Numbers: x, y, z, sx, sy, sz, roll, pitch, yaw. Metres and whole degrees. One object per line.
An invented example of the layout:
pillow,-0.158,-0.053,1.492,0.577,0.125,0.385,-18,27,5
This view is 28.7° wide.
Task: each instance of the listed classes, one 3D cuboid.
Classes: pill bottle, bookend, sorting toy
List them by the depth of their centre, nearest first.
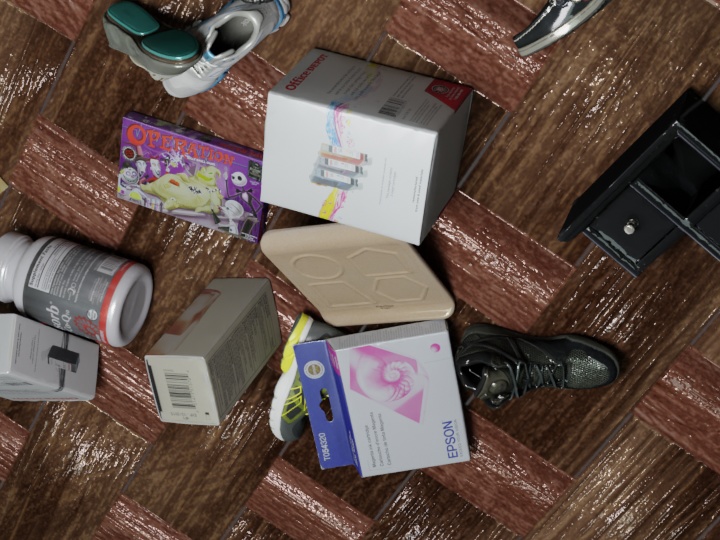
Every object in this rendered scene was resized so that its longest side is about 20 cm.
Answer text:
bookend,0.358,-0.054,1.538,0.199,0.092,0.200,40,126,-4
sorting toy,0.000,0.000,1.716,0.185,0.037,0.200,-5,146,24
pill bottle,-0.388,0.020,1.870,0.200,0.116,0.116,17,123,13

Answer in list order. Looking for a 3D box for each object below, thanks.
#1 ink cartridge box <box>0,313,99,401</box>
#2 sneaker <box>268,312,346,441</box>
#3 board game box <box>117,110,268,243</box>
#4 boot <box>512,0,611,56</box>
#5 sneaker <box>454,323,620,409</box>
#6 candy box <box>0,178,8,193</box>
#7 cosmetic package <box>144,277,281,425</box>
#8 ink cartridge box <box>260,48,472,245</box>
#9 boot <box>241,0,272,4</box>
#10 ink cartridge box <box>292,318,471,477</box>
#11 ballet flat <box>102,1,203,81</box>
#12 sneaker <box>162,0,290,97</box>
ink cartridge box,-0.470,0.121,1.913,0.144,0.200,0.084,-2,74,23
sneaker,-0.066,0.152,1.840,0.085,0.075,0.200,16,126,7
board game box,-0.209,-0.117,1.774,0.200,0.032,0.120,18,119,12
boot,0.204,-0.334,1.456,0.204,0.073,0.154,-38,97,30
sneaker,0.207,0.125,1.692,0.199,0.114,0.076,10,123,15
candy box,-0.572,-0.148,1.848,0.055,0.115,0.200,-36,101,33
cosmetic package,-0.183,0.099,1.781,0.087,0.200,0.104,1,117,23
ink cartridge box,0.004,-0.144,1.598,0.200,0.145,0.145,17,123,13
boot,-0.148,-0.334,1.543,0.211,0.158,0.080,-10,114,26
ink cartridge box,0.029,0.169,1.794,0.200,0.043,0.197,-11,116,3
ballet flat,-0.237,-0.256,1.641,0.200,0.067,0.064,38,143,45
sneaker,-0.173,-0.260,1.641,0.200,0.087,0.075,-35,103,35
